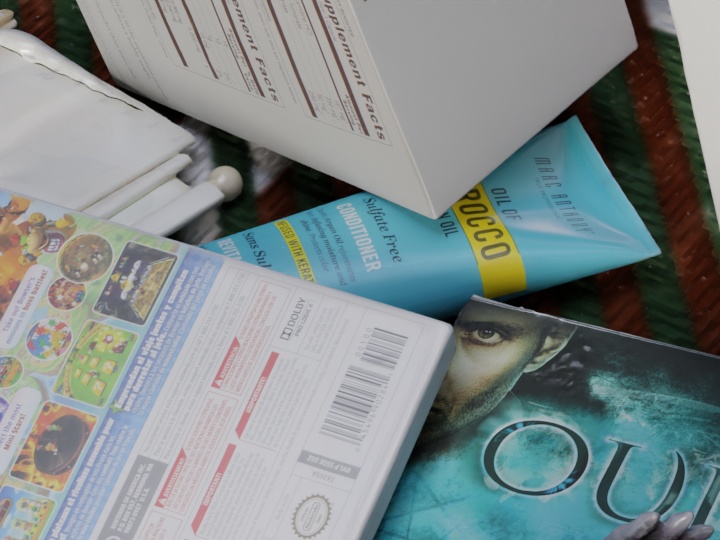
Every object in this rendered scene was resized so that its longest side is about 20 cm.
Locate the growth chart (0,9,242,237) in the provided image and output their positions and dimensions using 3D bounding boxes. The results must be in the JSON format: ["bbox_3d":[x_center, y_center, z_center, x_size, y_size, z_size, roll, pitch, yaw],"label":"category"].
[{"bbox_3d":[-0.145,-0.049,1.055,0.144,0.018,0.200,-26,45,-35],"label":"growth chart"}]

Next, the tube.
[{"bbox_3d":[0.000,0.000,0.987,0.199,0.051,0.078,-18,52,-10],"label":"tube"}]

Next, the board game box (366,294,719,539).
[{"bbox_3d":[0.098,0.084,0.892,0.199,0.028,0.136,14,53,24],"label":"board game box"}]

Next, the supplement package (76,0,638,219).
[{"bbox_3d":[-0.015,-0.116,1.022,0.114,0.110,0.200,-40,38,-22],"label":"supplement package"}]

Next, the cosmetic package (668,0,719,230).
[{"bbox_3d":[0.213,-0.050,0.823,0.199,0.201,0.123,4,40,26],"label":"cosmetic package"}]

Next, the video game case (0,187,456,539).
[{"bbox_3d":[-0.086,0.052,0.916,0.199,0.018,0.144,17,63,17],"label":"video game case"}]

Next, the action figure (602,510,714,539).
[{"bbox_3d":[0.071,0.173,0.752,0.148,0.134,0.201,-14,68,28],"label":"action figure"}]
